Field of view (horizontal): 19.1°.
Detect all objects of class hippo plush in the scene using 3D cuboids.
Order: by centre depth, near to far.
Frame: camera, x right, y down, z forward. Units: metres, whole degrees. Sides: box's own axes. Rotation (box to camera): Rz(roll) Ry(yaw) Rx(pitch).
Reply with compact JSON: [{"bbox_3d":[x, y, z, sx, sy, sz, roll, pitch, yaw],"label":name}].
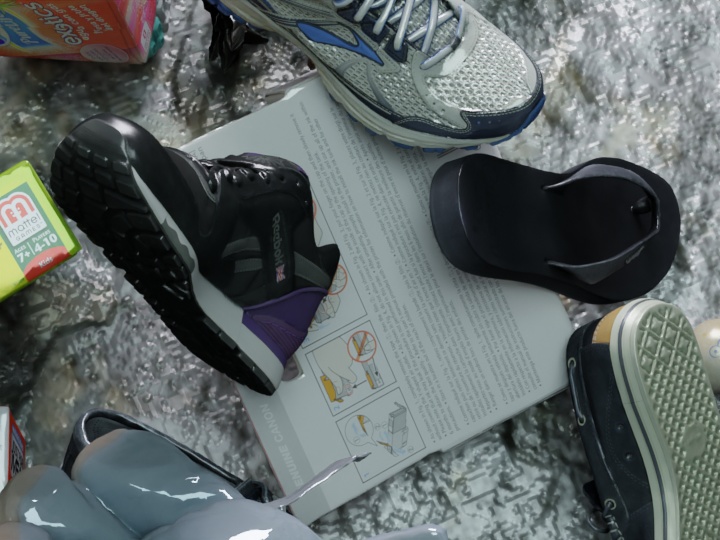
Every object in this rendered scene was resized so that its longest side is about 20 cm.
[{"bbox_3d":[-0.083,0.173,0.957,0.199,0.159,0.162,-14,119,-24],"label":"hippo plush"}]

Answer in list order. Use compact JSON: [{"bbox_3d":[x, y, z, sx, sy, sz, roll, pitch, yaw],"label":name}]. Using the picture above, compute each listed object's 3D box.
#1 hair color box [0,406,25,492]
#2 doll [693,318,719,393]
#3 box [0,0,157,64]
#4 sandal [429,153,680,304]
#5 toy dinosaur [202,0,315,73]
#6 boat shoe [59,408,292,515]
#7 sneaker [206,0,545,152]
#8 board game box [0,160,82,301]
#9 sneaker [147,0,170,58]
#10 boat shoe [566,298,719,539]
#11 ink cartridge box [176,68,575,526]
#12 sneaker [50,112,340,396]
[{"bbox_3d":[-0.214,0.167,0.982,0.110,0.064,0.202,-1,69,-2],"label":"hair color box"},{"bbox_3d":[0.248,0.098,1.109,0.200,0.048,0.137,42,83,13],"label":"doll"},{"bbox_3d":[-0.149,-0.214,1.061,0.102,0.095,0.202,4,71,9],"label":"box"},{"bbox_3d":[0.111,-0.022,1.076,0.199,0.043,0.077,-3,80,-52],"label":"sandal"},{"bbox_3d":[-0.011,-0.159,1.148,0.135,0.102,0.201,-12,56,-25],"label":"toy dinosaur"},{"bbox_3d":[-0.060,0.133,1.030,0.199,0.068,0.072,33,39,17],"label":"boat shoe"},{"bbox_3d":[-0.001,-0.128,1.011,0.199,0.085,0.077,30,68,8],"label":"sneaker"},{"bbox_3d":[-0.197,0.005,1.002,0.101,0.200,0.048,-32,94,-15],"label":"board game box"},{"bbox_3d":[-0.155,-0.196,1.143,0.090,0.078,0.201,-13,67,-2],"label":"sneaker"},{"bbox_3d":[0.151,0.113,1.080,0.074,0.062,0.202,-22,99,-41],"label":"boat shoe"},{"bbox_3d":[0.000,0.000,1.074,0.175,0.045,0.201,-26,100,-15],"label":"ink cartridge box"},{"bbox_3d":[-0.068,-0.029,0.955,0.075,0.200,0.088,26,73,29],"label":"sneaker"}]
